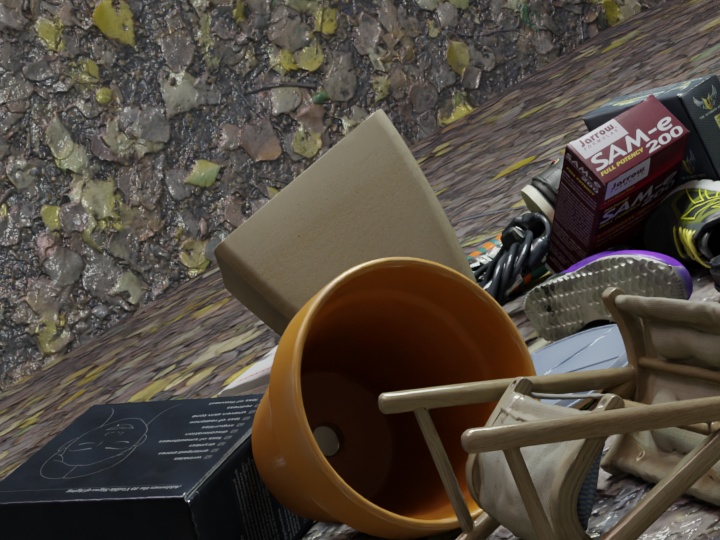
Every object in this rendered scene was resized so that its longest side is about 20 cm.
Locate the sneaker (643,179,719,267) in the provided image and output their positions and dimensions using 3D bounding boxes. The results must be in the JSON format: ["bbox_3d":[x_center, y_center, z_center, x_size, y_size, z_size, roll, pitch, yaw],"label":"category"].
[{"bbox_3d":[0.319,-0.039,1.558,0.084,0.075,0.200,-34,10,-32],"label":"sneaker"}]

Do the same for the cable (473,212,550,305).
[{"bbox_3d":[0.130,0.030,1.727,0.164,0.051,0.200,-60,4,-22],"label":"cable"}]

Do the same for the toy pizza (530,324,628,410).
[{"bbox_3d":[0.146,0.105,1.398,0.199,0.032,0.200,-29,8,4],"label":"toy pizza"}]

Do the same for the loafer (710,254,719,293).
[{"bbox_3d":[0.350,-0.022,1.396,0.072,0.063,0.200,-31,9,-22],"label":"loafer"}]

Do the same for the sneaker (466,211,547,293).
[{"bbox_3d":[0.151,0.002,1.887,0.200,0.072,0.080,-34,7,19],"label":"sneaker"}]

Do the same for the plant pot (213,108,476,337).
[{"bbox_3d":[0.000,0.000,1.604,0.200,0.177,0.200,-41,-7,-8],"label":"plant pot"}]

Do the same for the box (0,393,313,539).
[{"bbox_3d":[-0.170,0.196,1.391,0.199,0.125,0.197,-5,16,24],"label":"box"}]

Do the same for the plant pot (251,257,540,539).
[{"bbox_3d":[0.006,0.114,1.296,0.200,0.201,0.183,-33,-2,-31],"label":"plant pot"}]

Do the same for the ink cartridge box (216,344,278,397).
[{"bbox_3d":[-0.033,0.104,1.793,0.146,0.083,0.200,-22,10,35],"label":"ink cartridge box"}]

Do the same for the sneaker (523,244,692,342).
[{"bbox_3d":[0.241,0.006,1.558,0.099,0.070,0.200,-30,9,-33],"label":"sneaker"}]

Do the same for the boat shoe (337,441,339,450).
[{"bbox_3d":[0.008,0.143,1.495,0.071,0.065,0.200,-24,9,26],"label":"boat shoe"}]

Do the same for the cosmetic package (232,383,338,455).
[{"bbox_3d":[-0.107,0.169,1.627,0.199,0.088,0.103,-21,9,43],"label":"cosmetic package"}]

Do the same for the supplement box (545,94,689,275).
[{"bbox_3d":[0.245,-0.066,1.646,0.109,0.061,0.200,-31,-29,-19],"label":"supplement box"}]

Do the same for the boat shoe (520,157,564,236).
[{"bbox_3d":[0.214,-0.051,1.770,0.063,0.074,0.202,-41,-24,-5],"label":"boat shoe"}]

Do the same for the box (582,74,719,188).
[{"bbox_3d":[0.313,-0.102,1.679,0.051,0.158,0.200,-30,9,-19],"label":"box"}]

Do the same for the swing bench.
[{"bbox_3d":[0.144,0.107,1.084,0.199,0.130,0.199,-24,7,-12],"label":"swing bench"}]
